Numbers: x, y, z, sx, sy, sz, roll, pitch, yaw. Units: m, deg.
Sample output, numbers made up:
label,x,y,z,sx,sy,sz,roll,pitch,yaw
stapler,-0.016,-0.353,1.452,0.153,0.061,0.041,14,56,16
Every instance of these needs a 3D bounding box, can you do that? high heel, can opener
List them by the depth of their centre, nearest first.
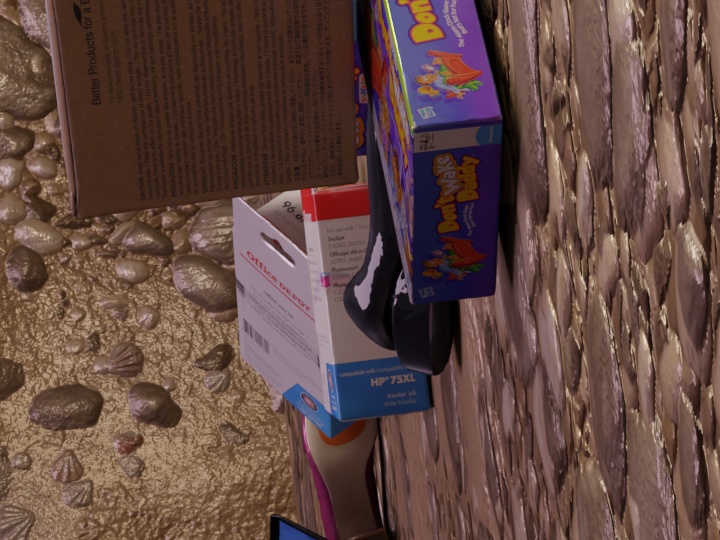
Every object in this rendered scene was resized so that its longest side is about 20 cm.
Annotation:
label,x,y,z,sx,sy,sz,roll,pitch,yaw
can opener,0.029,-0.036,1.639,0.063,0.079,0.200,-32,-53,-52
high heel,-0.016,0.170,2.290,0.096,0.067,0.200,165,85,-74

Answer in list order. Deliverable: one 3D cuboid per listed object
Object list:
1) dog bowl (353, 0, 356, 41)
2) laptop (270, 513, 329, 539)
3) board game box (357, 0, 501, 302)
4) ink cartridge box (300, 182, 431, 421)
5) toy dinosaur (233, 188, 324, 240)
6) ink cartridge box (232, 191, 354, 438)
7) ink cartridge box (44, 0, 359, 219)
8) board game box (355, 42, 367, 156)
label,x,y,z,sx,sy,sz,roll,pitch,yaw
dog bowl,-0.001,-0.208,1.731,0.200,0.050,0.112,-123,27,-77
laptop,-0.013,0.318,2.222,0.177,0.103,0.200,93,169,-64
board game box,0.034,-0.103,1.404,0.135,0.045,0.200,89,172,-49
ink cartridge box,0.000,0.000,1.872,0.116,0.067,0.200,-168,71,-84
toy dinosaur,-0.035,0.005,2.188,0.136,0.102,0.200,41,118,58
ink cartridge box,-0.037,0.020,2.057,0.116,0.068,0.200,41,151,29
ink cartridge box,-0.087,-0.133,1.453,0.075,0.165,0.200,-102,8,-47
board game box,-0.058,-0.169,1.938,0.045,0.134,0.200,-102,7,-48
